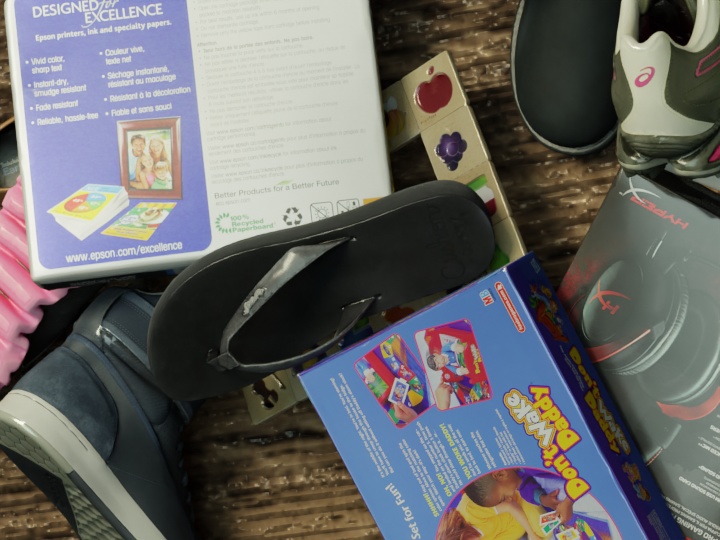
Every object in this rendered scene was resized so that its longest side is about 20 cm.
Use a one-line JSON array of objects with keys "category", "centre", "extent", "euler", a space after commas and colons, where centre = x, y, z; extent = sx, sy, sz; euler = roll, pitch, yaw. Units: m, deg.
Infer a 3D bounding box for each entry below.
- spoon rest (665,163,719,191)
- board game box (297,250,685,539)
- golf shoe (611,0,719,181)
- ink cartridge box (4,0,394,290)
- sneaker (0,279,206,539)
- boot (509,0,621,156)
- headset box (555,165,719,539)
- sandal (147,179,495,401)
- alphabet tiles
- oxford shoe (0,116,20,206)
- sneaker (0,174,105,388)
[{"category": "spoon rest", "centre": [0.239, -0.034, 1.195], "extent": [0.199, 0.099, 0.061], "euler": [13, 88, 4]}, {"category": "board game box", "centre": [0.074, 0.110, 1.215], "extent": [0.134, 0.045, 0.200], "euler": [-27, 90, 26]}, {"category": "golf shoe", "centre": [0.171, -0.135, 1.170], "extent": [0.077, 0.200, 0.088], "euler": [-2, 134, 22]}, {"category": "ink cartridge box", "centre": [-0.087, -0.100, 1.267], "extent": [0.197, 0.047, 0.201], "euler": [-7, 81, 2]}, {"category": "sneaker", "centre": [-0.105, 0.098, 1.323], "extent": [0.077, 0.146, 0.203], "euler": [6, 139, 42]}, {"category": "boot", "centre": [0.108, -0.159, 1.209], "extent": [0.076, 0.168, 0.201], "euler": [13, 96, 15]}, {"category": "headset box", "centre": [0.163, 0.063, 1.242], "extent": [0.148, 0.075, 0.200], "euler": [31, 105, 14]}, {"category": "sandal", "centre": [-0.026, 0.011, 1.224], "extent": [0.200, 0.043, 0.076], "euler": [-26, 120, 12]}, {"category": "alphabet tiles", "centre": [0.000, 0.000, 1.290], "extent": [0.200, 0.008, 0.168], "euler": [-30, 70, 31]}, {"category": "oxford shoe", "centre": [-0.135, -0.085, 1.331], "extent": [0.200, 0.071, 0.071], "euler": [-27, 83, 13]}, {"category": "sneaker", "centre": [-0.175, -0.001, 1.332], "extent": [0.200, 0.095, 0.079], "euler": [-44, 81, 10]}]
